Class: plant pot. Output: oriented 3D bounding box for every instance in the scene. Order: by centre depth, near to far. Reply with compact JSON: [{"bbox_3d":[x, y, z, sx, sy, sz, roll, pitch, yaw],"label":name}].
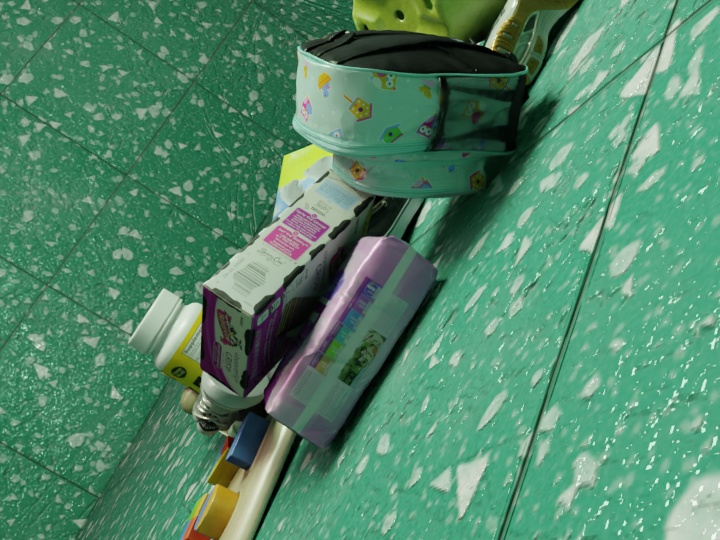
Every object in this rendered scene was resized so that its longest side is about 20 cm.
[{"bbox_3d":[0.093,-0.323,1.023,0.184,0.200,0.200,-44,1,-34],"label":"plant pot"}]

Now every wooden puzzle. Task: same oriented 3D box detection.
[{"bbox_3d":[-0.143,0.235,0.986,0.200,0.046,0.186,-41,22,56],"label":"wooden puzzle"}]

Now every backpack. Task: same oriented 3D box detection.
[{"bbox_3d":[0.033,-0.154,0.856,0.176,0.199,0.154,-133,51,-57],"label":"backpack"}]

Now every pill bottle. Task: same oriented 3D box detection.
[{"bbox_3d":[-0.228,0.119,1.308,0.114,0.200,0.114,-54,10,15],"label":"pill bottle"}]

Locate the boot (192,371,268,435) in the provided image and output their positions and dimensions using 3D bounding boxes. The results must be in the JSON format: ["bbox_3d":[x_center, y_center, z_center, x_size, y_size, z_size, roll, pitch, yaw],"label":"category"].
[{"bbox_3d":[-0.151,0.148,1.005,0.096,0.073,0.200,-61,0,6],"label":"boot"}]

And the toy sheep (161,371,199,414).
[{"bbox_3d":[-0.241,0.144,1.478,0.201,0.138,0.138,-67,12,-7],"label":"toy sheep"}]

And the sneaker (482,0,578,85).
[{"bbox_3d":[0.179,-0.279,0.968,0.200,0.076,0.088,-58,11,-7],"label":"sneaker"}]

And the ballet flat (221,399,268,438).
[{"bbox_3d":[-0.158,0.187,1.175,0.073,0.073,0.200,-60,23,-17],"label":"ballet flat"}]

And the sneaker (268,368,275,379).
[{"bbox_3d":[-0.131,0.103,1.147,0.075,0.115,0.200,-62,11,-25],"label":"sneaker"}]

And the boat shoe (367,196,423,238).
[{"bbox_3d":[0.030,-0.081,1.058,0.069,0.057,0.200,-26,22,31],"label":"boat shoe"}]

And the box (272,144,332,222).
[{"bbox_3d":[-0.051,-0.073,1.109,0.122,0.048,0.201,-17,50,30],"label":"box"}]

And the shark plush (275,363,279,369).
[{"bbox_3d":[-0.093,0.070,1.024,0.083,0.091,0.201,-44,-28,-78],"label":"shark plush"}]

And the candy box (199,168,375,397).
[{"bbox_3d":[-0.071,0.011,0.881,0.200,0.061,0.137,-48,-18,-37],"label":"candy box"}]

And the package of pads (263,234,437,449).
[{"bbox_3d":[-0.013,0.060,0.848,0.200,0.076,0.121,-57,6,-3],"label":"package of pads"}]
